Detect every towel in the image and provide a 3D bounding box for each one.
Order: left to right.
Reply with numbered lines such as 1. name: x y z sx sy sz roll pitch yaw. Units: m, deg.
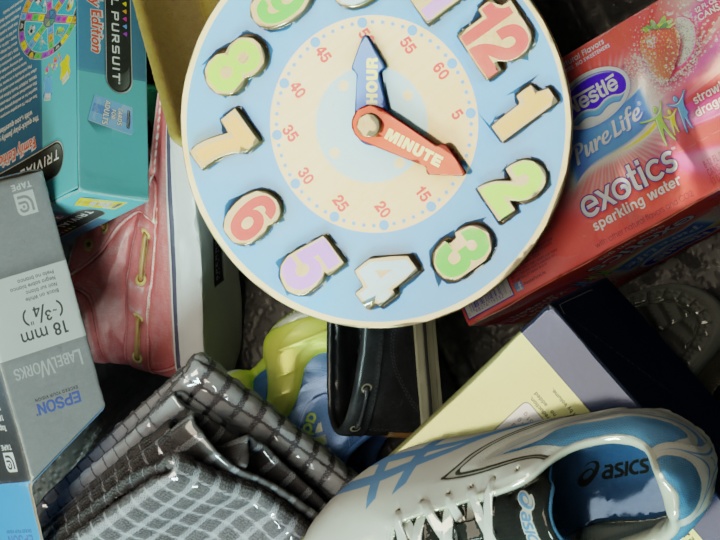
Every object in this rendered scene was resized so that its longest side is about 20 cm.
1. towel: -0.087 0.163 1.429 0.165 0.086 0.200 39 127 -14

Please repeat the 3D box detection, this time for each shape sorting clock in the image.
1. shape sorting clock: 0.006 -0.072 1.298 0.198 0.039 0.202 0 92 10

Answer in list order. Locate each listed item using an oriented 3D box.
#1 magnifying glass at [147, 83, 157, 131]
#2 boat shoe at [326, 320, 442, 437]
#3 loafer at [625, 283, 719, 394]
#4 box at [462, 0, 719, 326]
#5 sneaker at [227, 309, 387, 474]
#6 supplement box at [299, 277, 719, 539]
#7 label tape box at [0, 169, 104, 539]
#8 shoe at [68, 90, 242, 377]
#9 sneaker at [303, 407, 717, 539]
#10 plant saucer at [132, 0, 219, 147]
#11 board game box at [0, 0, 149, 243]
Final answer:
1. magnifying glass: -0.099 -0.091 1.518 0.199 0.022 0.080 -25 79 28
2. boat shoe: 0.000 0.000 1.370 0.075 0.062 0.201 -125 25 -63
3. loafer: 0.124 0.090 1.369 0.200 0.069 0.075 -48 45 15
4. box: 0.134 -0.059 1.334 0.199 0.094 0.103 -31 75 28
5. sneaker: -0.058 0.112 1.467 0.200 0.076 0.105 -45 71 23
6. supplement box: 0.099 0.148 1.262 0.200 0.134 0.200 -44 82 16
7. label tape box: -0.209 0.055 1.458 0.144 0.063 0.202 -9 97 53
8. shoe: -0.118 -0.035 1.485 0.090 0.071 0.202 7 109 22
9. sneaker: 0.060 0.107 1.163 0.199 0.072 0.072 -17 91 19
10. plant saucer: -0.024 -0.171 1.395 0.199 0.048 0.201 -26 54 11
11. board game box: -0.177 -0.119 1.495 0.151 0.047 0.202 -22 66 52
